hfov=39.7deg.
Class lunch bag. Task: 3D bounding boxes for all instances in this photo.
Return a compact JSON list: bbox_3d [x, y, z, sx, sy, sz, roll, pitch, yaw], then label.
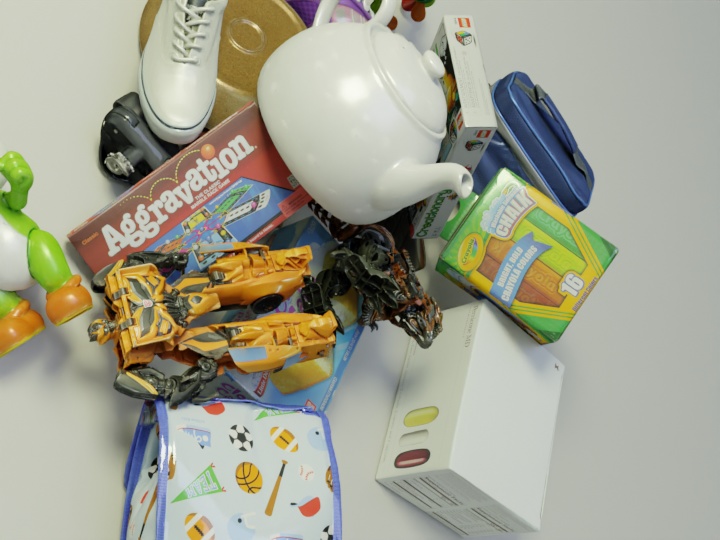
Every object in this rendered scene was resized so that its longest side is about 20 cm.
[{"bbox_3d":[-0.107,0.208,0.822,0.168,0.123,0.203,9,75,-29],"label":"lunch bag"},{"bbox_3d":[0.196,-0.147,1.221,0.201,0.131,0.136,53,26,-12],"label":"lunch bag"}]

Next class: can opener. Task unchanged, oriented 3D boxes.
[{"bbox_3d":[-0.166,-0.067,0.908,0.079,0.063,0.201,-44,110,-30],"label":"can opener"}]

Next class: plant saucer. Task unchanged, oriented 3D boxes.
[{"bbox_3d":[-0.118,-0.223,0.986,0.198,0.035,0.203,14,58,-24],"label":"plant saucer"}]

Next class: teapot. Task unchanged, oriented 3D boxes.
[{"bbox_3d":[0.011,-0.153,0.905,0.201,0.145,0.198,51,23,-14],"label":"teapot"}]

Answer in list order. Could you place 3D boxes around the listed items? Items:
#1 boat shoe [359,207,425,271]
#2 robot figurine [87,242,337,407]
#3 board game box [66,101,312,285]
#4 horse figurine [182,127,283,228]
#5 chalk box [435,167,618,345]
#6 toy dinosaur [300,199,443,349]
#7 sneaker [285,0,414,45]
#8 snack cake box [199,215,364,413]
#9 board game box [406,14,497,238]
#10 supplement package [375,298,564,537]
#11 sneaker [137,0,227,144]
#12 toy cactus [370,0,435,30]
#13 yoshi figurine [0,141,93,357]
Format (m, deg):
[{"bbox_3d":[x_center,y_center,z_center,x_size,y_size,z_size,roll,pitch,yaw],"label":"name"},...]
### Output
[{"bbox_3d":[0.033,-0.095,1.113,0.073,0.075,0.203,-21,93,-49],"label":"boat shoe"},{"bbox_3d":[-0.125,0.034,0.828,0.197,0.058,0.146,-6,58,-28],"label":"robot figurine"},{"bbox_3d":[-0.146,-0.048,0.876,0.199,0.019,0.104,-38,109,-11],"label":"board game box"},{"bbox_3d":[-0.088,-0.143,1.019,0.132,0.050,0.201,43,55,-16],"label":"horse figurine"},{"bbox_3d":[0.161,-0.025,1.107,0.199,0.124,0.126,35,86,4],"label":"chalk box"},{"bbox_3d":[0.000,0.000,0.959,0.199,0.103,0.136,33,33,2],"label":"toy dinosaur"},{"bbox_3d":[-0.014,-0.247,1.110,0.199,0.080,0.090,30,56,-36],"label":"sneaker"},{"bbox_3d":[-0.069,0.061,0.963,0.115,0.067,0.201,47,48,-25],"label":"snack cake box"},{"bbox_3d":[0.080,-0.136,0.990,0.034,0.201,0.128,-1,62,-13],"label":"board game box"},{"bbox_3d":[0.125,0.164,1.094,0.155,0.110,0.202,38,52,-31],"label":"supplement package"},{"bbox_3d":[-0.157,-0.212,0.891,0.072,0.071,0.203,7,63,-16],"label":"sneaker"},{"bbox_3d":[0.050,-0.339,1.144,0.199,0.163,0.104,13,82,-51],"label":"toy cactus"},{"bbox_3d":[-0.287,-0.041,0.751,0.112,0.111,0.202,-30,95,-39],"label":"yoshi figurine"}]
